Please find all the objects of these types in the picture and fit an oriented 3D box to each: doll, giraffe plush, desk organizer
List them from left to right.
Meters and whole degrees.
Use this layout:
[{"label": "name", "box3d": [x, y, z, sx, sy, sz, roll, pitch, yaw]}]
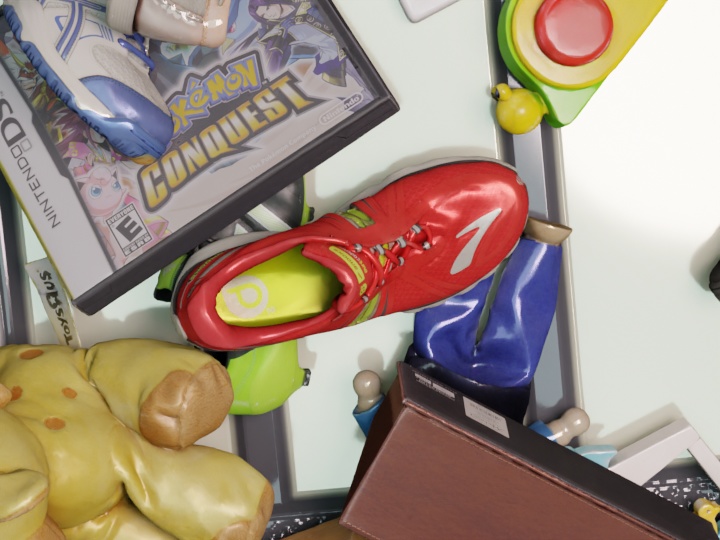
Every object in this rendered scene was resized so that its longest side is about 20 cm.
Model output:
[{"label": "giraffe plush", "box3d": [-0.168, 0.107, 1.020, 0.173, 0.162, 0.200, -36, 90, 35]}, {"label": "doll", "box3d": [0.064, 0.065, 1.092, 0.136, 0.048, 0.200, 16, 97, -10]}, {"label": "desk organizer", "box3d": [0.091, 0.135, 1.047, 0.200, 0.072, 0.077, 28, 101, -7]}]

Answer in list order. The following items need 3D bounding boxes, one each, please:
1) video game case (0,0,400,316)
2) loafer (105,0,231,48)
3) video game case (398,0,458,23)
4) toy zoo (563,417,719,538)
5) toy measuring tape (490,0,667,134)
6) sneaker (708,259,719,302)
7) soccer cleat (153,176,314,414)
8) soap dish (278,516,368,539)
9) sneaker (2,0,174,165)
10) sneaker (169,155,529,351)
[{"label": "video game case", "box3d": [-0.107, -0.103, 1.053, 0.200, 0.026, 0.181, -33, 67, 5]}, {"label": "loafer", "box3d": [-0.068, -0.191, 1.012, 0.063, 0.072, 0.200, 21, 57, 1]}, {"label": "video game case", "box3d": [0.063, -0.265, 1.070, 0.182, 0.023, 0.200, -27, 94, 4]}, {"label": "toy zoo", "box3d": [0.174, 0.175, 1.105, 0.131, 0.020, 0.200, -40, 100, 5]}, {"label": "toy measuring tape", "box3d": [0.132, -0.160, 1.061, 0.074, 0.074, 0.200, 38, 87, -3]}, {"label": "sneaker", "box3d": [0.243, -0.080, 1.069, 0.200, 0.060, 0.104, -41, 95, 0]}, {"label": "soccer cleat", "box3d": [-0.071, -0.018, 1.072, 0.081, 0.068, 0.200, -5, 98, -27]}, {"label": "soap dish", "box3d": [-0.038, 0.257, 1.100, 0.157, 0.081, 0.200, -21, 94, 4]}, {"label": "sneaker", "box3d": [-0.140, -0.148, 1.023, 0.088, 0.075, 0.200, -35, 68, 3]}, {"label": "sneaker", "box3d": [0.000, 0.000, 1.014, 0.200, 0.085, 0.077, -22, 98, -5]}]
